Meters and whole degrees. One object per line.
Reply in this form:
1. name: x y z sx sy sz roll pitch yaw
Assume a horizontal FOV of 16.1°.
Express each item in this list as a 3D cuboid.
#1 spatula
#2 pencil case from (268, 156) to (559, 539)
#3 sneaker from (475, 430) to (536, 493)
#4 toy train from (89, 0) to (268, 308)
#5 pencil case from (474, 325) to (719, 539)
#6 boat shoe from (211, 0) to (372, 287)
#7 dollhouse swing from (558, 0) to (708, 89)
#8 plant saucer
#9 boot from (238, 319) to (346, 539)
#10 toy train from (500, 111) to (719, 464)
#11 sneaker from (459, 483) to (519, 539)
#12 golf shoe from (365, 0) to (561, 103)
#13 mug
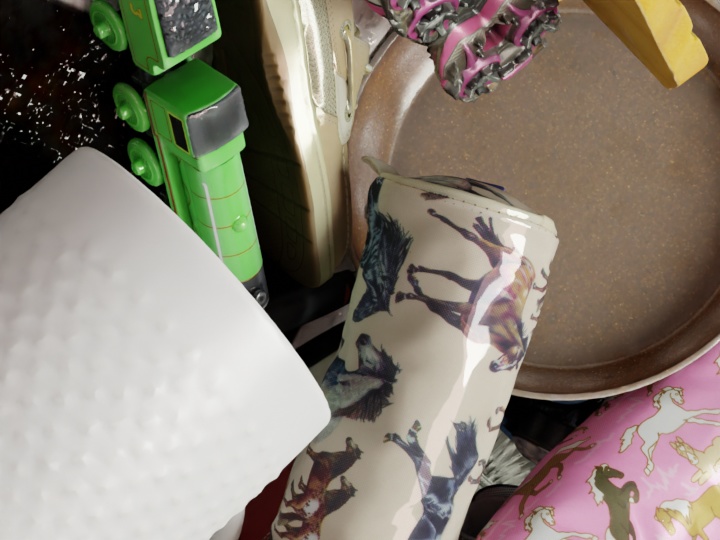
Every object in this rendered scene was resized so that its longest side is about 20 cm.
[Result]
1. spatula: 0.000 0.000 1.151 0.200 0.020 0.057 -26 133 -49
2. pencil case: 0.014 0.057 1.050 0.078 0.089 0.201 12 100 -46
3. sneaker: 0.056 0.121 1.277 0.074 0.106 0.201 -13 98 -13
4. toy train: -0.070 -0.059 1.025 0.042 0.056 0.201 -35 136 -25
5. pencil case: 0.129 0.094 1.088 0.200 0.083 0.087 -43 114 -28
6. boat shoe: -0.024 -0.084 1.047 0.065 0.072 0.201 -30 128 -27
7. dollhouse swing: 0.105 -0.206 1.012 0.182 0.176 0.200 -48 139 -11
8. plant saucer: 0.090 -0.040 1.112 0.201 0.200 0.034 -53 164 -5
9. boot: -0.015 0.119 1.129 0.200 0.072 0.144 -41 97 -7
10. toy train: 0.105 -0.010 1.176 0.201 0.114 0.087 -62 147 -8
11. sneaker: 0.054 0.166 1.176 0.199 0.076 0.114 -25 108 21
12. golf shoe: 0.022 -0.135 1.004 0.073 0.092 0.200 -39 163 -3
13. mug: -0.114 0.080 1.000 0.175 0.148 0.200 -43 137 -11
